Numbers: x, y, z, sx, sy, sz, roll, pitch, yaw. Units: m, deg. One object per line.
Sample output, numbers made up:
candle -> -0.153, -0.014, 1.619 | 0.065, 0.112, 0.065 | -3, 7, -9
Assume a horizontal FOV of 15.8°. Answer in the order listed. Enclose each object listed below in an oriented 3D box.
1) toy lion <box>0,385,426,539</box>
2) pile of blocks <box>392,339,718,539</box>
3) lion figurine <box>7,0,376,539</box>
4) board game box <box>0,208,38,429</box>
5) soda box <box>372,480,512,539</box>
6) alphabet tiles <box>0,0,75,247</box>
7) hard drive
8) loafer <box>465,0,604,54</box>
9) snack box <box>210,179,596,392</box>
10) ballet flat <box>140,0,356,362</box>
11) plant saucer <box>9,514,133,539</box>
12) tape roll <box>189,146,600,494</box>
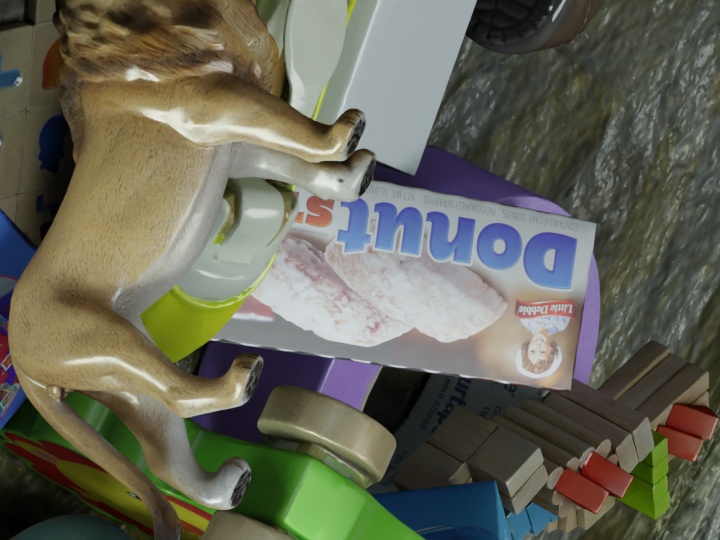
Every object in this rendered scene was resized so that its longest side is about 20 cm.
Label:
toy lion -> -0.033, 0.096, 0.959 | 0.200, 0.192, 0.069 | 36, 72, -33
pile of blocks -> 0.100, 0.094, 1.155 | 0.200, 0.062, 0.082 | -14, 123, -46
lion figurine -> -0.071, -0.016, 0.839 | 0.072, 0.122, 0.200 | 59, 53, -74
board game box -> -0.172, 0.022, 0.838 | 0.134, 0.045, 0.200 | -51, 159, -8
soda box -> 0.033, 0.184, 1.028 | 0.068, 0.064, 0.200 | 74, 11, -47
alphabet tiles -> -0.111, -0.062, 0.945 | 0.167, 0.008, 0.200 | -18, 127, -45
hard drive -> 0.030, -0.140, 1.005 | 0.132, 0.027, 0.200 | 15, 94, -75
loafer -> 0.101, -0.182, 1.091 | 0.200, 0.073, 0.071 | -60, 156, 6
snack box -> 0.000, 0.000, 1.018 | 0.200, 0.024, 0.072 | 9, 88, -28
ballet flat -> -0.042, -0.049, 0.912 | 0.067, 0.067, 0.200 | 8, 106, -37
plant saucer -> -0.120, 0.194, 0.993 | 0.200, 0.027, 0.200 | -36, 133, -52
tape roll -> 0.018, 0.049, 1.132 | 0.200, 0.066, 0.200 | -29, 133, -37
